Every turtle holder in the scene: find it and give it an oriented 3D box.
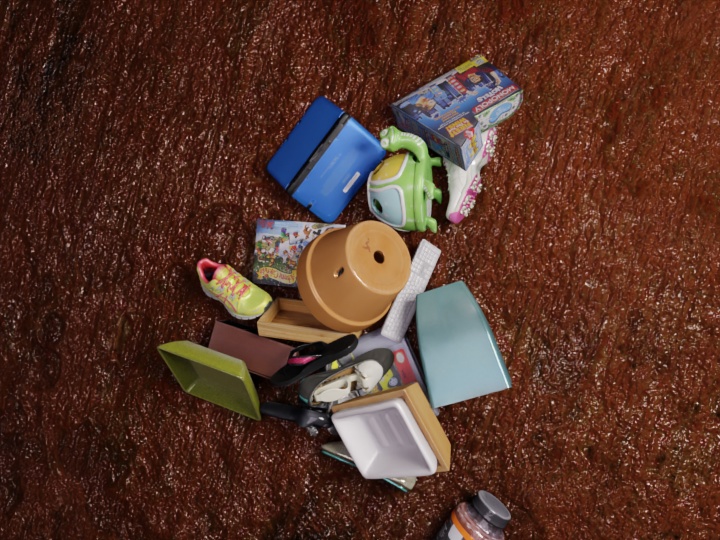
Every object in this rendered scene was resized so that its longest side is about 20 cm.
[{"bbox_3d":[0.079,-0.157,0.960,0.130,0.186,0.142,4,65,16],"label":"turtle holder"}]

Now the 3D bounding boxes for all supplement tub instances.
[{"bbox_3d":[0.193,0.510,0.953,0.107,0.107,0.201,33,97,13],"label":"supplement tub"}]

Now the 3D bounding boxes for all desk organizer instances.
[{"bbox_3d":[-0.218,0.170,1.087,0.198,0.072,0.078,16,91,14],"label":"desk organizer"}]

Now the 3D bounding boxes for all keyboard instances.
[{"bbox_3d":[0.099,0.041,1.001,0.056,0.011,0.201,28,84,-29],"label":"keyboard"}]

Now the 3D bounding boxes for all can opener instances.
[{"bbox_3d":[-0.129,0.287,1.039,0.199,0.063,0.079,-13,48,44],"label":"can opener"}]

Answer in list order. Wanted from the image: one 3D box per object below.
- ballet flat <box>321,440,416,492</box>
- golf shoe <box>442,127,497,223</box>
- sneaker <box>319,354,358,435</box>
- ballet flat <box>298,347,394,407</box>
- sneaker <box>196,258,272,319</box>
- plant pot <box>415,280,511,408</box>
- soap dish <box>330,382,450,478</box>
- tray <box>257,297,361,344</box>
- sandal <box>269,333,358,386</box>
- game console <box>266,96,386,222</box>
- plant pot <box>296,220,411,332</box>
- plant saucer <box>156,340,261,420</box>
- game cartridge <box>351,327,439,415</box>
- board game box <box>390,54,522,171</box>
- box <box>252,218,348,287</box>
[{"bbox_3d":[0.020,0.375,1.033,0.198,0.068,0.063,22,71,9],"label":"ballet flat"},{"bbox_3d":[0.193,-0.191,0.991,0.091,0.075,0.202,19,86,22],"label":"golf shoe"},{"bbox_3d":[-0.043,0.236,1.045,0.074,0.085,0.202,-4,109,-18],"label":"sneaker"},{"bbox_3d":[-0.017,0.207,0.960,0.198,0.068,0.069,-21,112,-14],"label":"ballet flat"},{"bbox_3d":[-0.270,0.034,1.067,0.199,0.091,0.078,20,55,26],"label":"sneaker"},{"bbox_3d":[0.178,0.130,0.953,0.140,0.141,0.202,-19,78,13],"label":"plant pot"},{"bbox_3d":[0.055,0.288,0.924,0.199,0.081,0.158,-27,94,43],"label":"soap dish"},{"bbox_3d":[-0.096,0.105,1.040,0.198,0.099,0.037,5,119,15],"label":"tray"},{"bbox_3d":[-0.094,0.159,0.971,0.199,0.075,0.045,-29,109,22],"label":"sandal"},{"bbox_3d":[-0.074,-0.234,1.084,0.170,0.118,0.200,36,99,-19],"label":"game console"},{"bbox_3d":[0.000,0.000,0.945,0.140,0.199,0.202,-32,79,53],"label":"plant pot"},{"bbox_3d":[-0.299,0.220,1.072,0.198,0.201,0.048,16,54,15],"label":"plant saucer"},{"bbox_3d":[0.058,0.217,1.032,0.132,0.041,0.201,-26,83,17],"label":"game cartridge"},{"bbox_3d":[0.187,-0.283,0.947,0.199,0.062,0.201,-28,51,2],"label":"board game box"},{"bbox_3d":[-0.125,-0.033,1.083,0.198,0.038,0.138,5,90,15],"label":"box"}]
